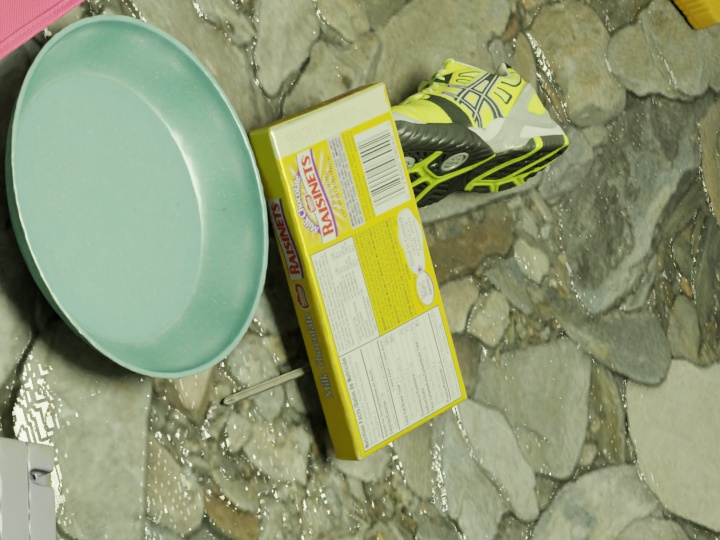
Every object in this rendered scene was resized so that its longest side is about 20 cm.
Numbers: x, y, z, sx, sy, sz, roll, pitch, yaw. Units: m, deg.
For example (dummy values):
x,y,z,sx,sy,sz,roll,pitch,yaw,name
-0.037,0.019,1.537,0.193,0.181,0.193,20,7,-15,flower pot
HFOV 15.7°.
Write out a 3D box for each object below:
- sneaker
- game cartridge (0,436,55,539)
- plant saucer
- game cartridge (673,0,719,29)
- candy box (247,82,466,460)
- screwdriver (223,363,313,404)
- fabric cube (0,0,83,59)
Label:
x,y,z,sx,sy,sz,roll,pitch,yaw,name
0.050,-0.090,1.651,0.199,0.075,0.077,-5,61,-55,sneaker
-0.199,0.176,1.254,0.129,0.038,0.202,13,68,-46,game cartridge
-0.128,-0.037,1.416,0.199,0.036,0.202,22,61,-46,plant saucer
0.225,-0.310,1.975,0.200,0.032,0.177,47,45,-36,game cartridge
0.000,0.000,1.532,0.102,0.026,0.202,-24,104,-41,candy box
-0.018,0.049,1.546,0.199,0.028,0.029,-14,59,-47,screwdriver
-0.262,-0.160,1.148,0.196,0.199,0.200,-44,112,-48,fabric cube
